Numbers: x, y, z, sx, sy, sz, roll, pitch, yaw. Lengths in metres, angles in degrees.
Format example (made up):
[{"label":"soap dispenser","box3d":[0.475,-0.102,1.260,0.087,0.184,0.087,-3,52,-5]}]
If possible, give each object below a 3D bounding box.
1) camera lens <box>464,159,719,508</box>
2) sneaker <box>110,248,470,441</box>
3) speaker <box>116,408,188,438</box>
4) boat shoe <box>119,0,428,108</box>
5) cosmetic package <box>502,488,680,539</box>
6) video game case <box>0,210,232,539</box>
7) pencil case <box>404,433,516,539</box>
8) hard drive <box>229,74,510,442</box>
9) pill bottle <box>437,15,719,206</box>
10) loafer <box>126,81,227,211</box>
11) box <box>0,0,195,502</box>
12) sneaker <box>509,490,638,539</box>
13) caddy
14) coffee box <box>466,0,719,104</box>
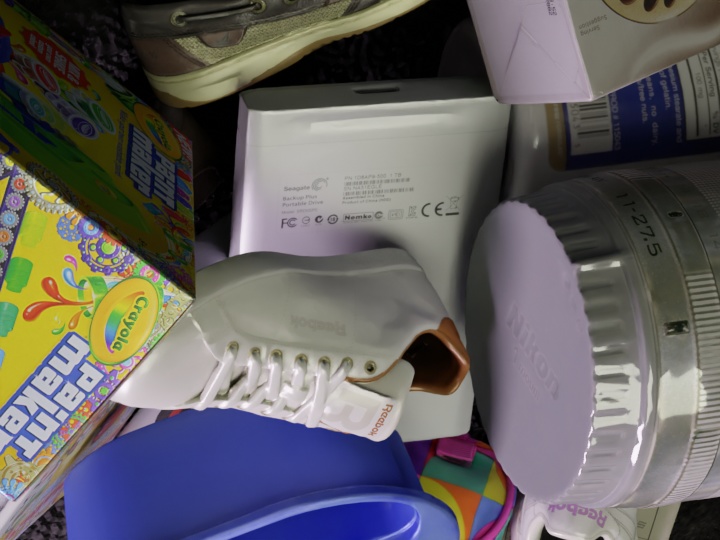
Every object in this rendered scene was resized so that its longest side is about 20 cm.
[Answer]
[{"label":"camera lens","box3d":[0.169,0.027,1.175,0.200,0.160,0.160,-7,127,-20]},{"label":"sneaker","box3d":[-0.026,0.040,1.120,0.200,0.085,0.073,-12,144,-42]},{"label":"speaker","box3d":[-0.047,0.047,1.299,0.081,0.081,0.200,26,111,-37]},{"label":"boat shoe","box3d":[-0.021,-0.149,1.166,0.200,0.073,0.065,-32,134,-2]},{"label":"cosmetic package","box3d":[0.136,0.088,1.354,0.105,0.071,0.200,17,146,6]},{"label":"video game case","box3d":[-0.127,0.060,1.215,0.023,0.200,0.182,38,108,2]},{"label":"pencil case","box3d":[0.039,0.158,1.378,0.088,0.089,0.200,-17,155,-12]},{"label":"hard drive","box3d":[0.000,0.000,1.217,0.132,0.027,0.200,-5,123,-16]},{"label":"pill bottle","box3d":[0.150,-0.081,1.266,0.200,0.120,0.120,-7,127,-20]},{"label":"loafer","box3d":[-0.132,0.003,1.228,0.071,0.073,0.200,26,111,-36]},{"label":"box","box3d":[-0.181,-0.038,1.056,0.193,0.200,0.122,38,104,-18]},{"label":"sneaker","box3d":[0.107,0.150,1.303,0.075,0.100,0.200,13,147,10]},{"label":"caddy","box3d":[-0.051,0.137,1.209,0.200,0.105,0.141,-21,147,9]},{"label":"coffee box","box3d":[0.147,-0.164,1.168,0.200,0.080,0.113,-24,105,-29]}]
